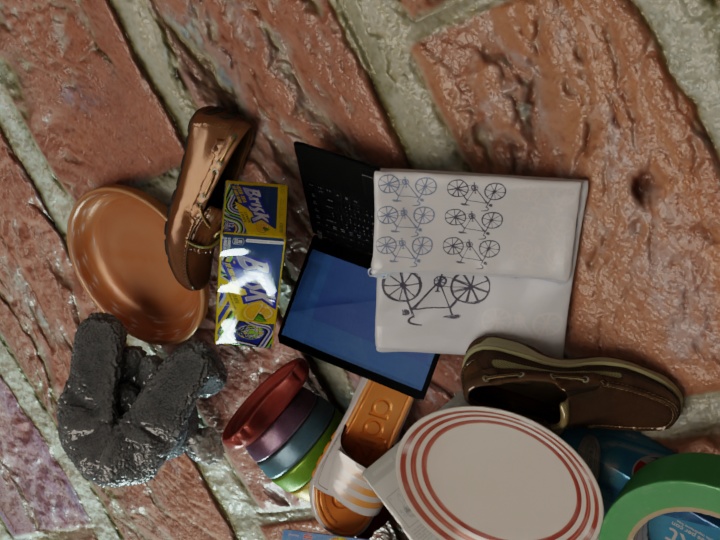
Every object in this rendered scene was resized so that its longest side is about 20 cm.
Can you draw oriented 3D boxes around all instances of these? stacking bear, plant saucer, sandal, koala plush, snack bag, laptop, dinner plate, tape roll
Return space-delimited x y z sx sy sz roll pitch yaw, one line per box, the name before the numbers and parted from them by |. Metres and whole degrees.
stacking bear | -0.041 0.207 1.408 0.200 0.121 0.114 44 164 -8
plant saucer | -0.248 -0.009 1.470 0.200 0.037 0.200 19 127 27
sandal | 0.006 0.185 1.324 0.079 0.059 0.207 17 100 -15
koala plush | -0.248 0.171 1.500 0.177 0.184 0.200 17 167 12
snack bag | 0.101 0.001 1.170 0.188 0.021 0.200 4 121 1
laptop | 0.000 0.000 1.244 0.177 0.103 0.200 20 144 25
dinner plate | 0.129 0.200 1.204 0.200 0.024 0.200 13 127 18
tape roll | 0.310 0.256 1.132 0.200 0.048 0.201 17 125 26

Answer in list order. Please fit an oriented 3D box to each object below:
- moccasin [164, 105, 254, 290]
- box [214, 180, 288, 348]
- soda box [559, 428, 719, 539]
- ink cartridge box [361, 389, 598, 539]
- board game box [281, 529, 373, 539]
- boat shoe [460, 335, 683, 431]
moccasin | -0.150 -0.068 1.335 0.078 0.074 0.201 23 111 16
box | -0.111 -0.002 1.304 0.064 0.070 0.200 4 145 -5
soda box | 0.275 0.210 1.205 0.200 0.064 0.068 28 130 19
ink cartridge box | 0.124 0.233 1.288 0.160 0.047 0.200 -40 77 4
board game box | 0.031 0.323 1.390 0.151 0.037 0.200 -2 156 37
boat shoe | 0.189 0.120 1.170 0.202 0.075 0.075 9 125 9
